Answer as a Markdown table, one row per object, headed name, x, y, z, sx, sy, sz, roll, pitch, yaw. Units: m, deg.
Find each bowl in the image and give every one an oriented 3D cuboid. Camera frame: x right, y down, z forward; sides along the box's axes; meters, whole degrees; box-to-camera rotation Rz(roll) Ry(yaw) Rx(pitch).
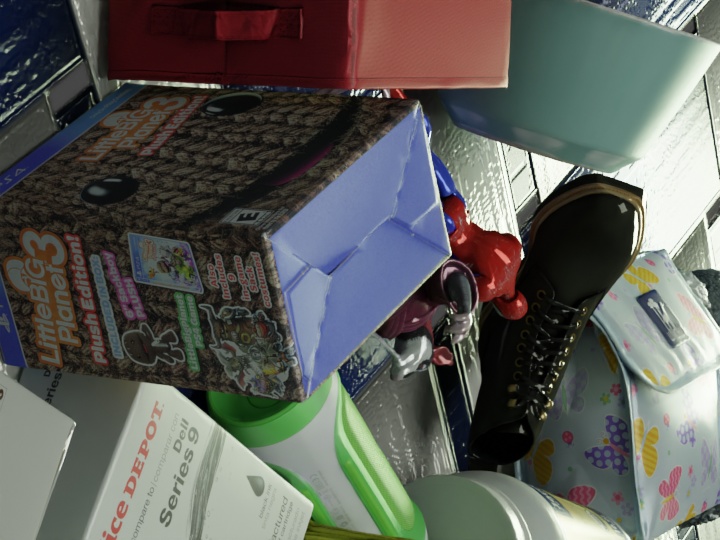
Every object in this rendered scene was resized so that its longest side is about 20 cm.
| name | x | y | z | sx | sy | sz | roll | pitch | yaw |
| --- | --- | --- | --- | --- | --- | --- | --- | --- | --- |
| bowl | 0.130 | -0.130 | 1.704 | 0.200 | 0.200 | 0.106 | 5 | 103 | -58 |

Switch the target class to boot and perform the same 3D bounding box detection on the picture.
| name | x | y | z | sx | sy | sz | roll | pitch | yaw |
| --- | --- | --- | --- | --- | --- | --- | --- | --- | --- |
| boot | 0.132 | 0.041 | 1.723 | 0.200 | 0.077 | 0.139 | 116 | -10 | -51 |

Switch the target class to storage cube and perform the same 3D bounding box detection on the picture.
| name | x | y | z | sx | sy | sz | roll | pitch | yaw |
| --- | --- | --- | --- | --- | --- | --- | --- | --- | --- |
| storage cube | -0.026 | -0.194 | 1.446 | 0.200 | 0.170 | 0.181 | -8 | 101 | -57 |

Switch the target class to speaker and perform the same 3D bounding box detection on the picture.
| name | x | y | z | sx | sy | sz | roll | pitch | yaw |
| --- | --- | --- | --- | --- | --- | --- | --- | --- | --- |
| speaker | -0.024 | 0.126 | 1.585 | 0.089 | 0.088 | 0.200 | -63 | 143 | -30 |

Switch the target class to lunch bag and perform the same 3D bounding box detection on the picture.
| name | x | y | z | sx | sy | sz | roll | pitch | yaw |
| --- | --- | --- | --- | --- | --- | --- | --- | --- | --- |
| lunch bag | 0.195 | 0.092 | 1.901 | 0.169 | 0.127 | 0.201 | -13 | 100 | -59 |

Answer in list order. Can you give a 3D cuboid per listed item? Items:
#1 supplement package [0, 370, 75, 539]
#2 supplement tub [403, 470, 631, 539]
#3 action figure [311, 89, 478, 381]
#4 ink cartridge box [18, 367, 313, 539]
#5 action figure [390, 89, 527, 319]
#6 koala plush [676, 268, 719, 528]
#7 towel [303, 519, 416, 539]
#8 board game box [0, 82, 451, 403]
| name | x | y | z | sx | sy | sz | roll | pitch | yaw |
| --- | --- | --- | --- | --- | --- | --- | --- | --- | --- |
| supplement package | -0.247 | 0.080 | 1.183 | 0.200 | 0.121 | 0.120 | 43 | 59 | -53 |
| supplement tub | 0.098 | 0.215 | 1.742 | 0.200 | 0.144 | 0.145 | 26 | 73 | -57 |
| action figure | 0.000 | 0.000 | 1.616 | 0.200 | 0.133 | 0.149 | 53 | 22 | -49 |
| ink cartridge box | -0.124 | 0.153 | 1.428 | 0.200 | 0.084 | 0.147 | 45 | 57 | -51 |
| action figure | 0.035 | -0.039 | 1.684 | 0.200 | 0.099 | 0.065 | 51 | 53 | -21 |
| koala plush | 0.284 | 0.091 | 2.042 | 0.177 | 0.183 | 0.201 | -11 | 83 | -66 |
| towel | 0.010 | 0.219 | 1.607 | 0.200 | 0.086 | 0.018 | 84 | 15 | -52 |
| board game box | -0.080 | -0.020 | 1.359 | 0.159 | 0.199 | 0.097 | -44 | 130 | -47 |
